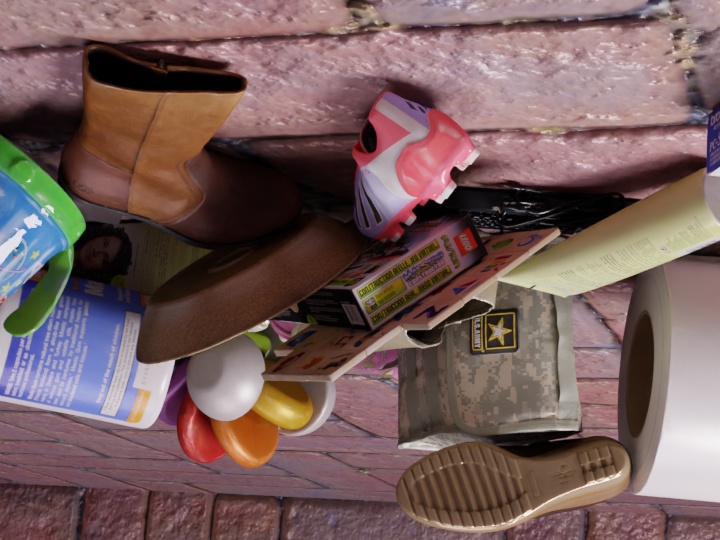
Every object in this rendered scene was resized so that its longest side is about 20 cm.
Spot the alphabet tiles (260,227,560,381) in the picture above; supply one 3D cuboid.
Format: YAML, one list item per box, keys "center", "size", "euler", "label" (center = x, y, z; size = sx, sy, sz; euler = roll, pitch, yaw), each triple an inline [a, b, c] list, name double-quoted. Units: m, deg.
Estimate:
- center: [0.026, 0.025, 1.073]
  size: [0.200, 0.008, 0.167]
  euler: [-35, -165, -29]
  label: "alphabet tiles"

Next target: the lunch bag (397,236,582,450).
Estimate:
- center: [0.115, 0.067, 1.275]
  size: [0.117, 0.165, 0.200]
  euler: [7, 165, -26]
  label: "lunch bag"

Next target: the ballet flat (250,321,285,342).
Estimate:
- center: [-0.080, 0.030, 1.395]
  size: [0.067, 0.068, 0.199]
  euler: [-10, 158, 42]
  label: "ballet flat"

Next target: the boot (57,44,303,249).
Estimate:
- center: [-0.109, -0.091, 1.023]
  size: [0.187, 0.069, 0.200]
  euler: [14, 154, -13]
  label: "boot"

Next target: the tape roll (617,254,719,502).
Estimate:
- center: [0.300, 0.092, 1.239]
  size: [0.138, 0.204, 0.203]
  euler: [4, 165, 0]
  label: "tape roll"

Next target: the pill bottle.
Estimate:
- center: [-0.256, 0.057, 1.213]
  size: [0.199, 0.113, 0.112]
  euler: [14, 163, -17]
  label: "pill bottle"

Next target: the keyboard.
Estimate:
- center: [0.133, -0.033, 1.144]
  size: [0.198, 0.040, 0.104]
  euler: [3, 165, 4]
  label: "keyboard"

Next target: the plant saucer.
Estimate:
- center: [-0.090, 0.005, 1.131]
  size: [0.199, 0.036, 0.200]
  euler: [-26, -167, 6]
  label: "plant saucer"

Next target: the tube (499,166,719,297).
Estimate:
- center: [0.192, -0.019, 1.093]
  size: [0.058, 0.052, 0.200]
  euler: [49, 138, -10]
  label: "tube"

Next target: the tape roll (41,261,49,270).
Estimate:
- center: [-0.345, -0.035, 1.251]
  size: [0.198, 0.066, 0.200]
  euler: [5, 165, 1]
  label: "tape roll"

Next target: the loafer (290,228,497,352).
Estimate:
- center: [0.028, 0.035, 1.220]
  size: [0.199, 0.069, 0.076]
  euler: [-31, 144, 22]
  label: "loafer"

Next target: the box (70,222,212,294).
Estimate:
- center: [-0.181, -0.002, 1.299]
  size: [0.199, 0.076, 0.050]
  euler: [-3, 163, 25]
  label: "box"

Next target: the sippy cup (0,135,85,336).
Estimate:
- center: [-0.287, -0.023, 1.055]
  size: [0.178, 0.131, 0.140]
  euler: [41, 162, -12]
  label: "sippy cup"

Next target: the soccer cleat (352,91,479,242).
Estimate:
- center: [0.022, -0.072, 1.024]
  size: [0.076, 0.067, 0.200]
  euler: [40, 166, -4]
  label: "soccer cleat"

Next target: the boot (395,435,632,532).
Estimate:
- center: [0.127, 0.184, 1.253]
  size: [0.198, 0.073, 0.166]
  euler: [-8, 167, -2]
  label: "boot"

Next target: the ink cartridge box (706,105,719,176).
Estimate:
- center: [0.323, -0.078, 0.906]
  size: [0.198, 0.045, 0.094]
  euler: [7, 166, -8]
  label: "ink cartridge box"

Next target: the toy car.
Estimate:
- center: [-0.136, 0.108, 1.458]
  size: [0.150, 0.200, 0.175]
  euler: [-50, 144, 14]
  label: "toy car"

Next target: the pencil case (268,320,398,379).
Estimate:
- center: [-0.007, 0.042, 1.368]
  size: [0.083, 0.087, 0.200]
  euler: [39, -174, 33]
  label: "pencil case"

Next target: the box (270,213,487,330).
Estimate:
- center: [0.000, 0.000, 1.128]
  size: [0.110, 0.035, 0.200]
  euler: [-33, -166, -22]
  label: "box"
